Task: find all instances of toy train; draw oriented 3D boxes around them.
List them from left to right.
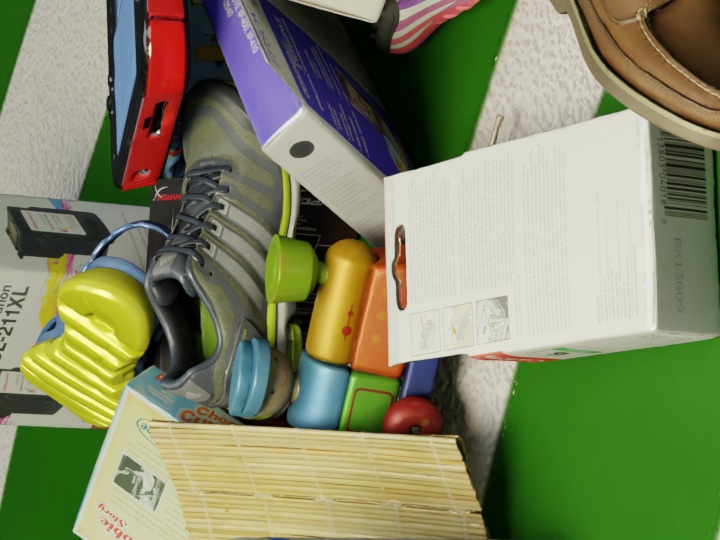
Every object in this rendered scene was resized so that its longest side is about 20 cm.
[{"bbox_3d":[0.000,0.000,1.274,0.085,0.115,0.200,-121,42,-70],"label":"toy train"}]

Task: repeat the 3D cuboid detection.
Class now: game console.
[{"bbox_3d":[-0.130,-0.155,1.347,0.200,0.031,0.177,121,143,-68],"label":"game console"}]

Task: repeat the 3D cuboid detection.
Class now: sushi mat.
[{"bbox_3d":[-0.021,0.125,1.278,0.200,0.012,0.096,1,120,29],"label":"sushi mat"}]

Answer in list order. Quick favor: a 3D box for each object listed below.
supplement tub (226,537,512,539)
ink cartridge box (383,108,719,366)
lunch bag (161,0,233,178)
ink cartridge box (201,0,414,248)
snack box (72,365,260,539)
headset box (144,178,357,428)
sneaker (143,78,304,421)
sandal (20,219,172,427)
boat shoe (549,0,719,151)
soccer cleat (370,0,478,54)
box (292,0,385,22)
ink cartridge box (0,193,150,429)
[{"bbox_3d":[0.017,0.198,1.156,0.132,0.200,0.132,-9,79,59],"label":"supplement tub"},{"bbox_3d":[0.092,-0.011,1.178,0.200,0.050,0.109,-12,76,51],"label":"ink cartridge box"},{"bbox_3d":[-0.110,-0.134,1.537,0.200,0.094,0.151,134,132,-71],"label":"lunch bag"},{"bbox_3d":[-0.045,-0.123,1.316,0.043,0.200,0.198,-33,50,11],"label":"ink cartridge box"},{"bbox_3d":[-0.068,0.157,1.357,0.200,0.037,0.116,32,121,16],"label":"snack box"},{"bbox_3d":[-0.073,0.043,1.447,0.149,0.075,0.201,3,89,58],"label":"headset box"},{"bbox_3d":[-0.082,-0.015,1.332,0.074,0.081,0.201,-17,75,41],"label":"sneaker"},{"bbox_3d":[-0.154,0.033,1.454,0.087,0.079,0.200,-58,6,-31],"label":"sandal"},{"bbox_3d":[0.142,-0.130,1.109,0.200,0.072,0.068,55,133,46],"label":"boat shoe"},{"bbox_3d":[0.057,-0.170,1.272,0.200,0.073,0.068,117,171,-61],"label":"soccer cleat"},{"bbox_3d":[-0.014,-0.219,1.301,0.200,0.078,0.095,-89,17,-64],"label":"box"},{"bbox_3d":[-0.220,0.030,1.575,0.146,0.200,0.083,-62,38,34],"label":"ink cartridge box"}]
